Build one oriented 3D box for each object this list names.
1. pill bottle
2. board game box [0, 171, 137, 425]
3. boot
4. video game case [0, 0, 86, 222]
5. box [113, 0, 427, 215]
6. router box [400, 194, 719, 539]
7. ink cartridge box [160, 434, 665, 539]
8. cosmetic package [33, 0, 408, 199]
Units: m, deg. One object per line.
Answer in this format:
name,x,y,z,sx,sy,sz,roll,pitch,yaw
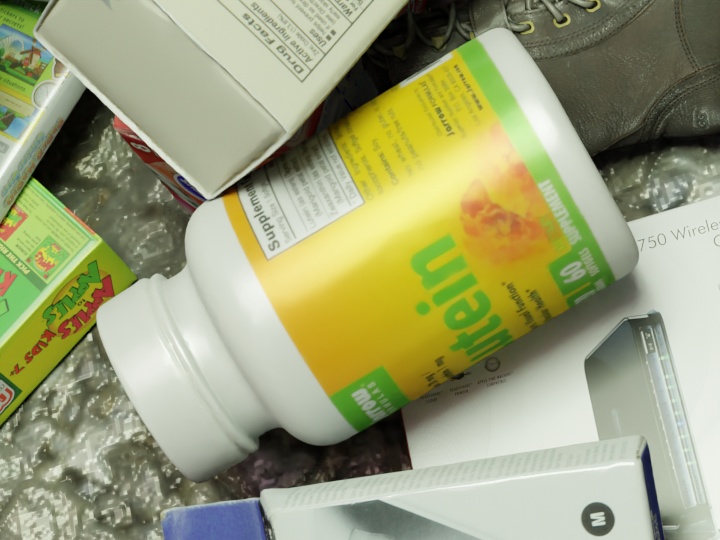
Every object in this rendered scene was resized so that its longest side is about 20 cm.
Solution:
pill bottle,0.000,0.000,0.884,0.199,0.111,0.111,-31,62,4
board game box,-0.210,-0.026,1.052,0.200,0.048,0.102,40,84,27
boot,0.083,-0.111,0.928,0.173,0.201,0.069,-13,30,6
video game case,-0.218,-0.108,1.051,0.199,0.023,0.183,26,77,26
box,-0.029,-0.128,1.008,0.095,0.100,0.201,7,71,20
router box,0.120,0.071,0.906,0.199,0.049,0.181,-17,64,11
ink cartridge box,0.028,0.175,0.847,0.198,0.041,0.201,-10,96,14
cosmetic package,-0.023,-0.138,0.878,0.103,0.087,0.200,44,60,-7
